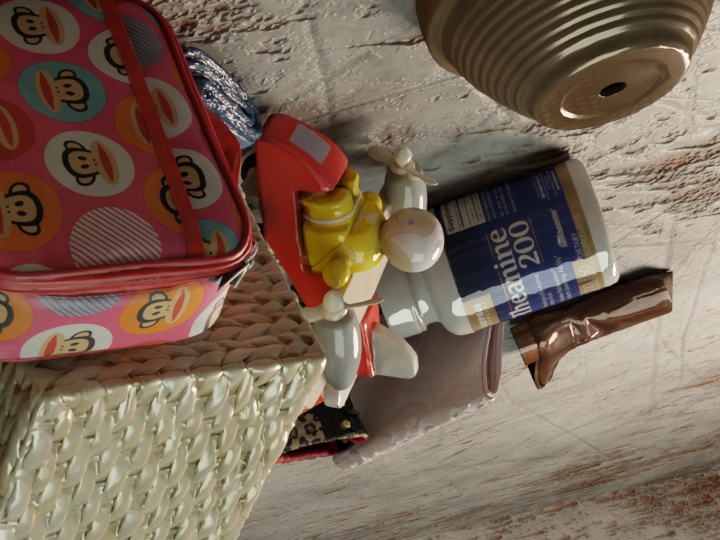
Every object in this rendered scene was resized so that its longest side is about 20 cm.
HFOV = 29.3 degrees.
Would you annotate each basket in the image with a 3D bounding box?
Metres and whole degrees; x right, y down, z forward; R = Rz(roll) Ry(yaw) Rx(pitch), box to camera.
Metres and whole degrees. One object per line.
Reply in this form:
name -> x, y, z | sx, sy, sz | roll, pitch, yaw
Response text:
basket -> -0.151, 0.064, 0.792 | 0.196, 0.161, 0.201 | -5, 135, -39

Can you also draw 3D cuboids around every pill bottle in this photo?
pill bottle -> 0.110, -0.011, 1.170 | 0.197, 0.112, 0.111 | -19, 161, 7

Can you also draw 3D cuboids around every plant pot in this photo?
plant pot -> 0.140, -0.151, 0.842 | 0.198, 0.094, 0.201 | -15, 160, -6

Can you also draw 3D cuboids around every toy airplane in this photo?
toy airplane -> 0.000, 0.000, 0.975 | 0.140, 0.203, 0.198 | -12, 166, 29

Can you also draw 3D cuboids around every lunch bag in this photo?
lunch bag -> -0.140, -0.054, 0.704 | 0.174, 0.202, 0.082 | -5, 144, -31

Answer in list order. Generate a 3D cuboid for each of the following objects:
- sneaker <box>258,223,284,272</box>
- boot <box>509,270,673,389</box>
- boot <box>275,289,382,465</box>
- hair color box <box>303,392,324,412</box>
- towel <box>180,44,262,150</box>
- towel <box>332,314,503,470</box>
sneaker -> -0.068, -0.002, 1.109 | 0.114, 0.076, 0.200 | -24, 159, 13
boot -> 0.284, 0.067, 1.625 | 0.198, 0.065, 0.186 | -24, 162, 6
boot -> -0.019, 0.086, 1.267 | 0.197, 0.152, 0.073 | -13, 159, -4
hair color box -> -0.104, 0.021, 0.986 | 0.061, 0.102, 0.200 | -30, 135, 8
towel -> -0.167, -0.075, 0.861 | 0.198, 0.049, 0.112 | -22, 160, 13
towel -> 0.061, 0.078, 1.285 | 0.032, 0.193, 0.199 | 36, 135, -24
